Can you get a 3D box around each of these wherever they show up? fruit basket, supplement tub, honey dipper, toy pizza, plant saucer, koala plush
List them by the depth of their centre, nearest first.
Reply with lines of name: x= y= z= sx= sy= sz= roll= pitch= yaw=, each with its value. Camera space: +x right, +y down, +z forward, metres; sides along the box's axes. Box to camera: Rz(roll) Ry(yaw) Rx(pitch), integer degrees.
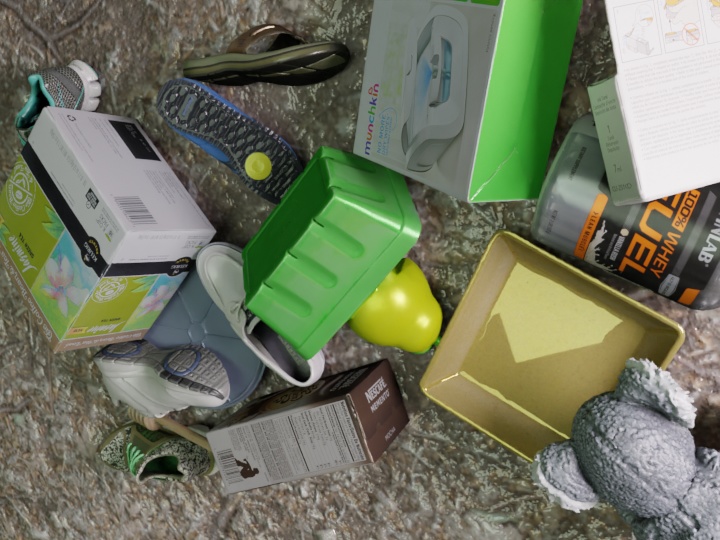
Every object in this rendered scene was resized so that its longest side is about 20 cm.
koala plush: x=0.263 y=0.175 z=0.644 sx=0.199 sy=0.184 sz=0.178 roll=40 pitch=114 yaw=-5
supplement tub: x=0.259 y=-0.045 z=0.652 sx=0.198 sy=0.122 sz=0.124 roll=25 pitch=111 yaw=18
plant saucer: x=0.185 y=0.085 z=0.758 sx=0.198 sy=0.048 sz=0.202 roll=30 pitch=113 yaw=16
fruit basket: x=0.000 y=0.000 z=0.796 sx=0.212 sy=0.157 sz=0.218 roll=-6 pitch=131 yaw=-7
toy pizza: x=-0.195 y=0.073 z=0.941 sx=0.197 sy=0.032 sz=0.204 roll=5 pitch=103 yaw=24
honey dipper: x=-0.224 y=0.197 z=0.945 sx=0.198 sy=0.038 sz=0.039 roll=11 pitch=107 yaw=42

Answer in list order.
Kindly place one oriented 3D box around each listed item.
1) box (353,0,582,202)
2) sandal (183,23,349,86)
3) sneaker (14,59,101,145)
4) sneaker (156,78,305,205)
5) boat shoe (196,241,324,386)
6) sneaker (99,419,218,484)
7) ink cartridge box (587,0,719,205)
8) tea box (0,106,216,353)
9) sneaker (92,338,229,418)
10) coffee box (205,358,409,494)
box: x=0.090 y=-0.182 z=0.672 sx=0.176 sy=0.096 sz=0.203 roll=32 pitch=120 yaw=48
sandal: x=-0.107 y=-0.233 z=0.808 sx=0.198 sy=0.080 sz=0.058 roll=4 pitch=90 yaw=24
sneaker: x=-0.397 y=-0.167 z=0.946 sx=0.077 sy=0.091 sz=0.202 roll=28 pitch=112 yaw=17
sneaker: x=-0.137 y=-0.147 z=0.855 sx=0.199 sy=0.078 sz=0.066 roll=36 pitch=97 yaw=-6
boat shoe: x=-0.112 y=0.047 z=0.851 sx=0.074 sy=0.065 sz=0.200 roll=-45 pitch=89 yaw=2
sneaker: x=-0.275 y=0.242 z=0.985 sx=0.197 sy=0.088 sz=0.078 roll=-7 pitch=99 yaw=26
ink cartridge box: x=0.267 y=-0.159 z=0.571 sx=0.197 sy=0.045 sz=0.179 roll=-14 pitch=94 yaw=-14
tea box: x=-0.311 y=-0.047 z=0.891 sx=0.201 sy=0.133 sz=0.197 roll=50 pitch=118 yaw=21
sneaker: x=-0.238 y=0.139 z=0.928 sx=0.197 sy=0.074 sz=0.088 roll=8 pitch=116 yaw=31
coffee box: x=-0.058 y=0.177 z=0.856 sx=0.198 sy=0.113 sz=0.081 roll=-20 pitch=94 yaw=26
